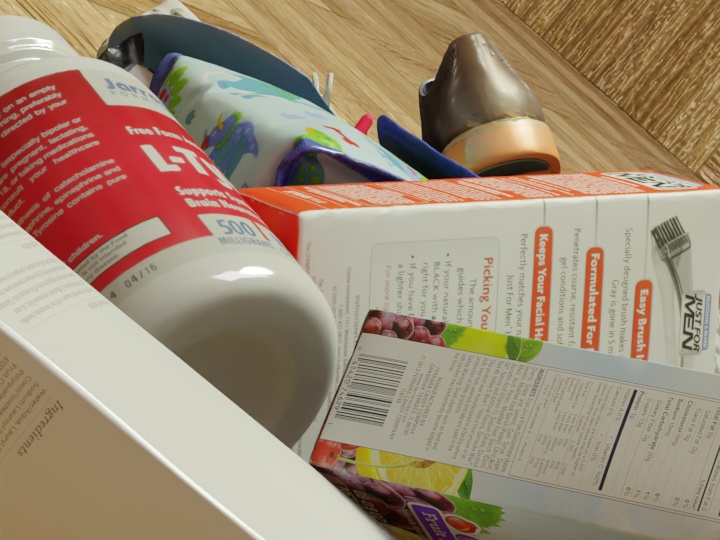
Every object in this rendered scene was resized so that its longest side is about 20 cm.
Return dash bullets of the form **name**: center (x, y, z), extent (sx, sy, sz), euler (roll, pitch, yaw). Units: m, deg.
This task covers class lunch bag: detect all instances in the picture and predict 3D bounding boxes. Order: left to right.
- **lunch bag**: center (0.000, 0.000, 1.227), extent (0.200, 0.128, 0.170), euler (28, 5, -29)

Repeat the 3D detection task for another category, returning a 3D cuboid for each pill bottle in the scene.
- **pill bottle**: center (-0.102, -0.010, 1.054), extent (0.112, 0.112, 0.200), euler (26, 17, -48)

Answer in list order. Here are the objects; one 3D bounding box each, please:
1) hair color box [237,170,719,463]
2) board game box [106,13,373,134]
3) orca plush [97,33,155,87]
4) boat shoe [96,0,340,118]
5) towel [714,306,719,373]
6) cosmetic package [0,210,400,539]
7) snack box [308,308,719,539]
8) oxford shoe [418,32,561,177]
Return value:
- **hair color box**: center (0.048, 0.020, 1.121), extent (0.200, 0.111, 0.064), euler (-3, 12, -27)
- **board game box**: center (-0.039, -0.074, 1.422), extent (0.158, 0.039, 0.200), euler (11, -34, 45)
- **orca plush**: center (-0.072, -0.018, 1.373), extent (0.200, 0.071, 0.105), euler (36, 56, 4)
- **boat shoe**: center (-0.046, -0.082, 1.538), extent (0.202, 0.086, 0.075), euler (38, -27, 17)
- **towel**: center (0.165, 0.104, 1.367), extent (0.200, 0.085, 0.166), euler (22, 55, -54)
- **cosmetic package**: center (-0.079, 0.074, 0.876), extent (0.200, 0.085, 0.108), euler (41, 10, 4)
- **snack box**: center (0.106, 0.093, 0.948), extent (0.200, 0.068, 0.169), euler (9, -24, 28)
- **oxford shoe**: center (0.062, -0.059, 1.344), extent (0.200, 0.071, 0.073), euler (99, -23, -75)
